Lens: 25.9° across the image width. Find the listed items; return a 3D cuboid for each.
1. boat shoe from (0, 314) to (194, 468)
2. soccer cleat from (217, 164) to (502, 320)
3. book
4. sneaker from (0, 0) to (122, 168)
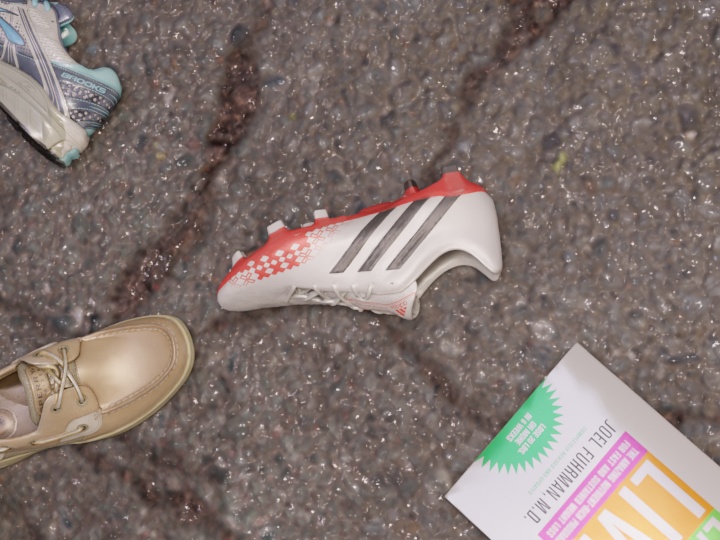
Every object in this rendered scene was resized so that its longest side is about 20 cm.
[{"bbox_3d":[-0.209,0.085,1.074,0.198,0.065,0.073,-22,76,8],"label":"boat shoe"},{"bbox_3d":[0.000,0.000,1.044,0.198,0.069,0.086,-20,72,4],"label":"soccer cleat"},{"bbox_3d":[0.170,0.162,0.992,0.200,0.048,0.134,41,86,18],"label":"book"},{"bbox_3d":[-0.252,-0.167,1.134,0.086,0.078,0.200,-43,81,-10],"label":"sneaker"}]
